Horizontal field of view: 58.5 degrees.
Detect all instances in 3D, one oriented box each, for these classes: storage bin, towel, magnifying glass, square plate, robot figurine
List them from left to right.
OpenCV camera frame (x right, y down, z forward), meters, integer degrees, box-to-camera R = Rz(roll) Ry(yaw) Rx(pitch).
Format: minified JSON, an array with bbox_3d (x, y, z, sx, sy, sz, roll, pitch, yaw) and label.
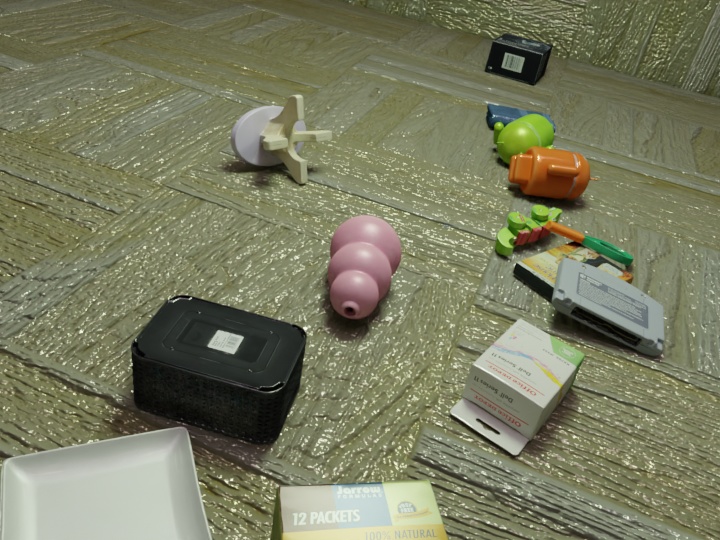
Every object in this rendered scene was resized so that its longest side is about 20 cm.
[{"bbox_3d":[-0.265,0.260,0.669,0.198,0.029,0.199,-5,36,-23],"label":"square plate"},{"bbox_3d":[-0.181,0.124,0.837,0.198,0.095,0.136,14,33,6],"label":"storage bin"},{"bbox_3d":[0.473,-0.442,1.909,0.198,0.049,0.112,10,33,-3],"label":"towel"},{"bbox_3d":[0.433,-0.341,1.684,0.175,0.116,0.200,33,39,22],"label":"robot figurine"},{"bbox_3d":[0.456,-0.231,1.528,0.198,0.144,0.118,7,56,-5],"label":"robot figurine"},{"bbox_3d":[0.470,-0.057,1.316,0.198,0.023,0.080,22,20,-12],"label":"magnifying glass"}]

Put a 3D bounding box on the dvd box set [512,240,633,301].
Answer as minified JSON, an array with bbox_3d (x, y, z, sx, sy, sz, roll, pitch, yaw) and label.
[{"bbox_3d":[0.410,0.008,1.236,0.199,0.030,0.146,-16,42,-36],"label":"dvd box set"}]

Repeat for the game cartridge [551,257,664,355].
[{"bbox_3d":[0.435,0.057,1.128,0.199,0.041,0.134,27,45,4],"label":"game cartridge"}]

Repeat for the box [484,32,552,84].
[{"bbox_3d":[0.596,-0.798,2.412,0.195,0.118,0.200,22,34,16],"label":"box"}]

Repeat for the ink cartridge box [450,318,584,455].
[{"bbox_3d":[0.227,0.161,0.922,0.117,0.068,0.199,29,38,25],"label":"ink cartridge box"}]

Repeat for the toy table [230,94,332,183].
[{"bbox_3d":[-0.167,-0.287,1.398,0.116,0.185,0.199,16,38,40],"label":"toy table"}]

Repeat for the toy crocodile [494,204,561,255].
[{"bbox_3d":[0.349,-0.085,1.325,0.199,0.068,0.062,-19,48,-34],"label":"toy crocodile"}]

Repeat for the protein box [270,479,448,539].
[{"bbox_3d":[-0.002,0.312,0.510,0.133,0.202,0.199,2,34,-13],"label":"protein box"}]

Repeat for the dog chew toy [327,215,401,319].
[{"bbox_3d":[0.000,0.000,1.058,0.123,0.125,0.201,12,42,3],"label":"dog chew toy"}]
